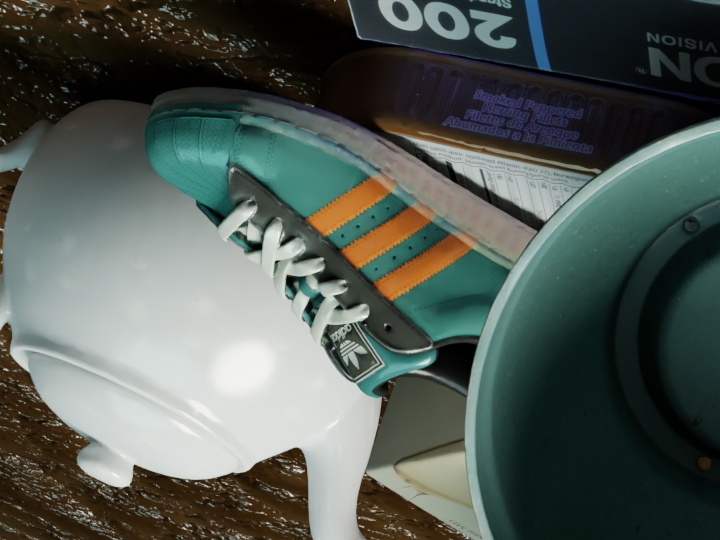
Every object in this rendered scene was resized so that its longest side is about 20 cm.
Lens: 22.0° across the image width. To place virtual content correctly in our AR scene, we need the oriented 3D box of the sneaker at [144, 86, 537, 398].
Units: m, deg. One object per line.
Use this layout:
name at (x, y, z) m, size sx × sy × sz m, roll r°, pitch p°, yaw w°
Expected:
sneaker at (0.000, 0.000, 0.719) m, size 0.199 × 0.080 × 0.071 m, roll 26°, pitch 158°, yaw -12°

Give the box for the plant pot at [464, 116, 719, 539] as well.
plant pot at (0.139, 0.039, 0.611) m, size 0.199 × 0.201 × 0.134 m, roll 20°, pitch -166°, yaw 4°

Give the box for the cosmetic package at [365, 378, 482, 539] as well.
cosmetic package at (0.103, 0.080, 0.904) m, size 0.103 × 0.073 × 0.200 m, roll 32°, pitch 153°, yaw -21°

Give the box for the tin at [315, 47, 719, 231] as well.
tin at (0.072, -0.035, 0.733) m, size 0.199 × 0.042 × 0.112 m, roll 13°, pitch 153°, yaw 18°

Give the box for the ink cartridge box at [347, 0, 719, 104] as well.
ink cartridge box at (0.085, -0.099, 0.590) m, size 0.197 × 0.044 × 0.200 m, roll 13°, pitch 156°, yaw 19°

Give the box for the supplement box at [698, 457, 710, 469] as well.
supplement box at (0.155, 0.101, 0.728) m, size 0.199 × 0.069 × 0.067 m, roll 13°, pitch 138°, yaw 35°

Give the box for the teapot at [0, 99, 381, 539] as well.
teapot at (-0.089, 0.025, 0.832) m, size 0.199 × 0.147 × 0.197 m, roll 17°, pitch 161°, yaw 35°
